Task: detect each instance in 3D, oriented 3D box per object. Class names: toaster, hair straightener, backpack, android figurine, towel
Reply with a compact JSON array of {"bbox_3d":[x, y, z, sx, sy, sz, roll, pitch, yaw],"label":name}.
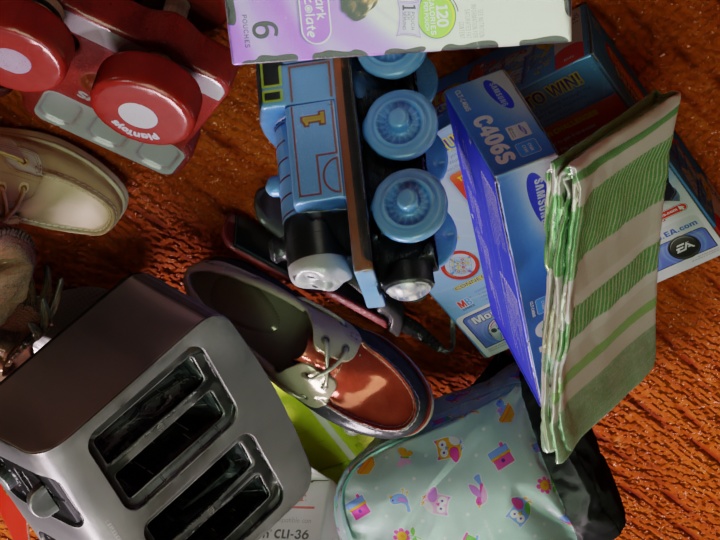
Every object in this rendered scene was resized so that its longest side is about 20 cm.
[{"bbox_3d":[-0.145,0.119,1.200,0.118,0.200,0.182,22,145,48],"label":"toaster"},{"bbox_3d":[0.000,0.000,1.239,0.199,0.041,0.077,34,126,-24],"label":"hair straightener"},{"bbox_3d":[0.078,0.156,1.274,0.198,0.168,0.127,-22,173,10],"label":"backpack"},{"bbox_3d":[-0.056,0.110,1.350,0.198,0.041,0.183,-17,130,21],"label":"android figurine"},{"bbox_3d":[0.155,0.001,1.076,0.023,0.152,0.202,16,122,30],"label":"towel"}]

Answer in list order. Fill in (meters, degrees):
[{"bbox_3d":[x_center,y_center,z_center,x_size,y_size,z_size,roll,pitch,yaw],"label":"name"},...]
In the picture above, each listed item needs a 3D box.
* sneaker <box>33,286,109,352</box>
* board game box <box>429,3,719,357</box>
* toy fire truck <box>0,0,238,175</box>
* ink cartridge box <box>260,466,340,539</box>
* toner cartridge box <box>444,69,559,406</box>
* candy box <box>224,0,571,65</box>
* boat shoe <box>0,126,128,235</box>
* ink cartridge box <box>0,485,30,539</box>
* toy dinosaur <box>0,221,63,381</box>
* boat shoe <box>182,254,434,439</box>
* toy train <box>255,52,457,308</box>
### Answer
[{"bbox_3d":[-0.264,0.043,1.278,0.198,0.071,0.080,17,145,-9],"label":"sneaker"},{"bbox_3d":[0.117,-0.053,1.173,0.199,0.056,0.196,-25,127,24],"label":"board game box"},{"bbox_3d":[-0.178,-0.136,1.089,0.199,0.113,0.168,22,149,-16],"label":"toy fire truck"},{"bbox_3d":[-0.055,0.216,1.383,0.115,0.068,0.200,-4,150,26],"label":"ink cartridge box"},{"bbox_3d":[0.103,-0.017,1.099,0.043,0.095,0.201,-21,133,-5],"label":"toner cartridge box"},{"bbox_3d":[0.019,-0.212,0.983,0.198,0.072,0.169,-3,112,6],"label":"candy box"},{"bbox_3d":[-0.257,-0.059,1.180,0.198,0.070,0.074,19,132,-14],"label":"boat shoe"},{"bbox_3d":[-0.219,0.203,1.367,0.173,0.043,0.201,-30,85,28],"label":"ink cartridge box"},{"bbox_3d":[-0.249,0.010,1.157,0.134,0.087,0.200,6,149,-21],"label":"toy dinosaur"},{"bbox_3d":[-0.039,0.054,1.222,0.199,0.063,0.071,34,92,11],"label":"boat shoe"},{"bbox_3d":[-0.005,-0.074,1.071,0.113,0.202,0.087,-8,161,7],"label":"toy train"}]
